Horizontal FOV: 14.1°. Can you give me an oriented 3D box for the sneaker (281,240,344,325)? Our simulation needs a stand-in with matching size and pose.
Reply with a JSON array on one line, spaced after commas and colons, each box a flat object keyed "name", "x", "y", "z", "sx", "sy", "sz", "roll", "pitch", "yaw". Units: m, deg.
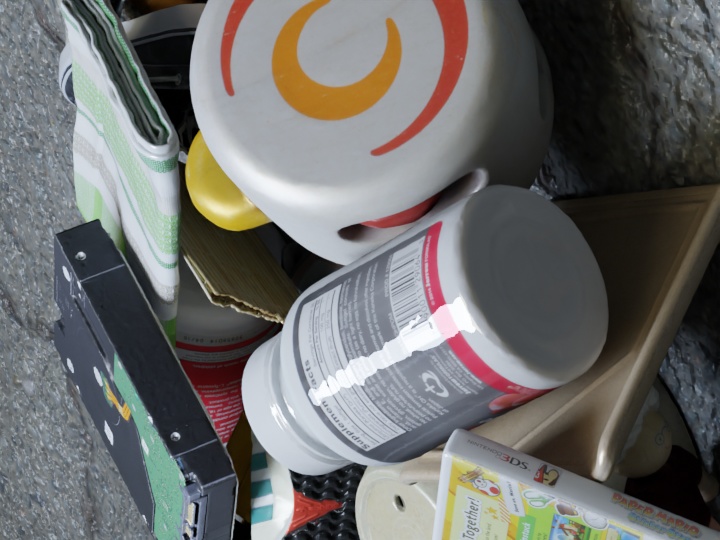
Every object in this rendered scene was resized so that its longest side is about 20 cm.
[{"name": "sneaker", "x": 0.000, "y": 0.000, "z": 1.796, "sx": 0.200, "sy": 0.077, "sz": 0.082, "roll": -14, "pitch": 93, "yaw": 57}]

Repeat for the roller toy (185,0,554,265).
[{"name": "roller toy", "x": 0.009, "y": -0.096, "z": 1.594, "sx": 0.182, "sy": 0.200, "sz": 0.140, "roll": 25, "pitch": 172, "yaw": 21}]

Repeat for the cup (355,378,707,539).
[{"name": "cup", "x": 0.083, "y": 0.135, "z": 1.695, "sx": 0.200, "sy": 0.143, "sz": 0.201, "roll": 33, "pitch": 135, "yaw": 40}]

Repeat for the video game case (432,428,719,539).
[{"name": "video game case", "x": 0.123, "y": 0.174, "z": 1.539, "sx": 0.182, "sy": 0.023, "sz": 0.200, "roll": 22, "pitch": 148, "yaw": 12}]

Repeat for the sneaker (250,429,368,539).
[{"name": "sneaker", "x": -0.033, "y": 0.127, "z": 1.773, "sx": 0.093, "sy": 0.070, "sz": 0.200, "roll": -110, "pitch": 22, "yaw": -53}]

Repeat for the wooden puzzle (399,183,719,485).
[{"name": "wooden puzzle", "x": 0.117, "y": 0.039, "z": 1.572, "sx": 0.037, "sy": 0.185, "sz": 0.200, "roll": 37, "pitch": 157, "yaw": -23}]

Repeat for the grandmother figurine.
[{"name": "grandmother figurine", "x": 0.177, "y": 0.143, "z": 1.595, "sx": 0.061, "sy": 0.121, "sz": 0.200, "roll": -21, "pitch": 113, "yaw": 20}]

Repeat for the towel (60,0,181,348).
[{"name": "towel", "x": -0.148, "y": -0.058, "z": 1.778, "sx": 0.200, "sy": 0.031, "sz": 0.149, "roll": 96, "pitch": 153, "yaw": -50}]

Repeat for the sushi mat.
[{"name": "sushi mat", "x": -0.091, "y": -0.022, "z": 1.816, "sx": 0.012, "sy": 0.096, "sz": 0.200, "roll": -54, "pitch": 39, "yaw": 15}]

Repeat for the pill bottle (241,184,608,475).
[{"name": "pill bottle", "x": 0.028, "y": 0.040, "z": 1.549, "sx": 0.200, "sy": 0.111, "sz": 0.111, "roll": -29, "pitch": 86, "yaw": 43}]

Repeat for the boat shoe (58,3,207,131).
[{"name": "boat shoe", "x": -0.136, "y": -0.115, "z": 1.840, "sx": 0.200, "sy": 0.072, "sz": 0.068, "roll": -12, "pitch": 67, "yaw": 54}]

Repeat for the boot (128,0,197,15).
[{"name": "boot", "x": -0.103, "y": -0.198, "z": 1.828, "sx": 0.201, "sy": 0.071, "sz": 0.144, "roll": 52, "pitch": 151, "yaw": 30}]

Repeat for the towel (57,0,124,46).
[{"name": "towel", "x": -0.196, "y": -0.240, "z": 1.887, "sx": 0.193, "sy": 0.034, "sz": 0.200, "roll": 120, "pitch": 134, "yaw": -67}]

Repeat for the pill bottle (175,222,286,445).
[{"name": "pill bottle", "x": -0.112, "y": 0.053, "z": 1.951, "sx": 0.112, "sy": 0.112, "sz": 0.200, "roll": 47, "pitch": 147, "yaw": 27}]

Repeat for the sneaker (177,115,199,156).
[{"name": "sneaker", "x": -0.092, "y": -0.092, "z": 1.869, "sx": 0.200, "sy": 0.072, "sz": 0.072, "roll": 18, "pitch": 126, "yaw": 52}]

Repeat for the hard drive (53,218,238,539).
[{"name": "hard drive", "x": -0.135, "y": 0.084, "z": 1.800, "sx": 0.200, "sy": 0.038, "sz": 0.140, "roll": 60, "pitch": 161, "yaw": 27}]

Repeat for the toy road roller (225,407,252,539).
[{"name": "toy road roller", "x": -0.019, "y": 0.151, "z": 1.880, "sx": 0.123, "sy": 0.146, "sz": 0.200, "roll": 30, "pitch": 108, "yaw": 17}]
